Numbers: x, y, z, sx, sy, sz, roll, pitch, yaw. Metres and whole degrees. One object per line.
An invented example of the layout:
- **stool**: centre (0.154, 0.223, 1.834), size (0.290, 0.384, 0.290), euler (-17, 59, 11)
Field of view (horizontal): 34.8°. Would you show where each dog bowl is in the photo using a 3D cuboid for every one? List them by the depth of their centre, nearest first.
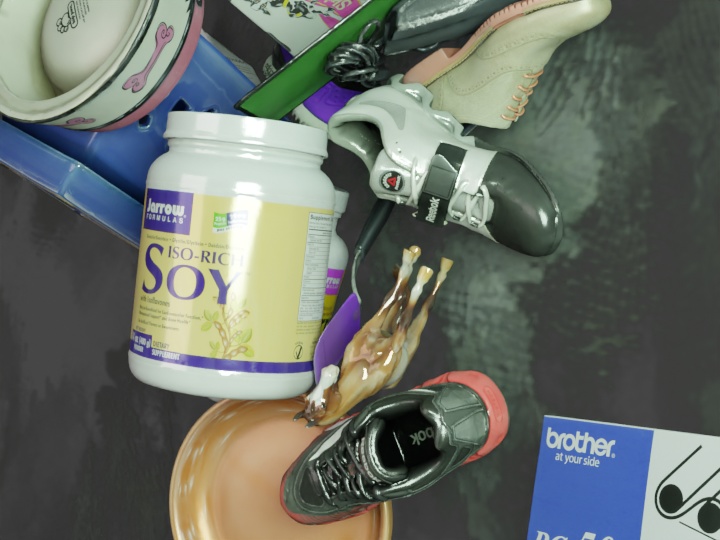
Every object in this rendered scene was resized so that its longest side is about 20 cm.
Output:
- **dog bowl**: centre (-0.208, -0.198, 0.903), size (0.199, 0.074, 0.201), euler (-10, 70, 30)

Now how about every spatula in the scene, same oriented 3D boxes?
- **spatula**: centre (0.000, 0.000, 0.907), size (0.057, 0.020, 0.201), euler (85, -162, -50)

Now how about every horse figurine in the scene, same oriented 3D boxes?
- **horse figurine**: centre (0.019, 0.047, 0.849), size (0.133, 0.050, 0.200), euler (-64, -6, 8)

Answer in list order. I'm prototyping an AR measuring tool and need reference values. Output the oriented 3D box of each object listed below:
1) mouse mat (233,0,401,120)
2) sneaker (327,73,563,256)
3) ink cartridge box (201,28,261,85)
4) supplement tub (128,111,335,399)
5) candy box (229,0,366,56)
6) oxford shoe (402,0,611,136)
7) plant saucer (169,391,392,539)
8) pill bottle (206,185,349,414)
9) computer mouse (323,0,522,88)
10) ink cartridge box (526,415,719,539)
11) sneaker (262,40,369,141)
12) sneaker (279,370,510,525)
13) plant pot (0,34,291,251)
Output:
- **mouse mat**: centre (-0.019, -0.165, 0.871), size (0.161, 0.008, 0.200), euler (-37, 2, 4)
- **sneaker**: centre (0.055, -0.063, 0.832), size (0.200, 0.088, 0.074), euler (39, 139, 31)
- **ink cartridge box**: centre (-0.176, -0.169, 1.237), size (0.163, 0.057, 0.200), euler (-56, 37, 26)
- **supplement tub**: centre (-0.095, -0.012, 0.872), size (0.145, 0.145, 0.201), euler (9, 94, 53)
- **candy box**: centre (-0.014, -0.270, 0.904), size (0.199, 0.168, 0.072), euler (-31, 54, 21)
- **oxford shoe**: centre (0.113, -0.147, 0.843), size (0.200, 0.070, 0.074), euler (-25, 81, 52)
- **plant saucer**: centre (-0.063, 0.193, 0.930), size (0.199, 0.037, 0.202), euler (-1, 89, 25)
- **pill bottle**: centre (-0.072, 0.018, 0.996), size (0.104, 0.104, 0.201), euler (25, 101, 53)
- **computer mouse**: centre (0.070, -0.195, 0.869), size (0.200, 0.138, 0.053), euler (-37, 90, 11)
- **ink cartridge box**: centre (0.187, 0.142, 0.668), size (0.199, 0.044, 0.095), euler (0, 78, 53)
- **sneaker**: centre (-0.020, -0.180, 1.014), size (0.100, 0.069, 0.200), euler (-59, 41, 19)
- **sneaker**: centre (0.007, 0.134, 0.824), size (0.200, 0.098, 0.071), euler (-30, 79, 28)
- **plant pot**: centre (-0.217, -0.133, 1.046), size (0.199, 0.200, 0.180), euler (28, 83, 37)
